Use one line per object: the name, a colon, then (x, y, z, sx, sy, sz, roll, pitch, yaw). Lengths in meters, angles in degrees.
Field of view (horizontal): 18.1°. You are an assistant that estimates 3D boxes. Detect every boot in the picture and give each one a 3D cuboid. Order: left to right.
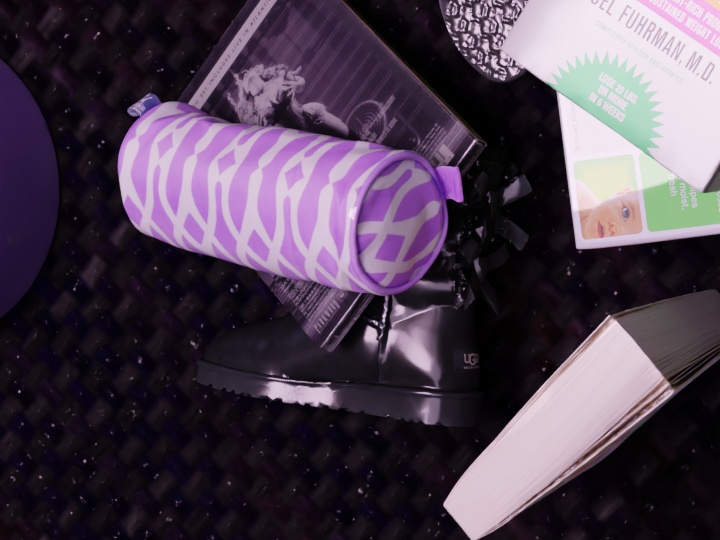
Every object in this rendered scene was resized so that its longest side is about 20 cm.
boot: (-0.001, 0.000, 1.308, 0.197, 0.073, 0.164, 5, 90, 31)

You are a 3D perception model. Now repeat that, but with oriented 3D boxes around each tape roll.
tape roll: (-0.294, -0.051, 1.413, 0.198, 0.085, 0.202, 2, 96, 22)

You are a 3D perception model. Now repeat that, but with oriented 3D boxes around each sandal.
sandal: (0.074, -0.202, 1.277, 0.075, 0.048, 0.202, -19, 75, 23)

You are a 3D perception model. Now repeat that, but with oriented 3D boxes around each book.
book: (0.126, 0.073, 1.195, 0.134, 0.200, 0.048, -44, 79, 20)
book: (0.175, -0.160, 1.131, 0.133, 0.048, 0.201, 36, 110, 19)

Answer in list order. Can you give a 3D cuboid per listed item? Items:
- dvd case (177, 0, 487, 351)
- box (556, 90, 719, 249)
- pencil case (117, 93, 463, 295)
dvd case: (-0.029, -0.073, 1.298, 0.149, 0.016, 0.200, -53, 53, 15)
box: (0.198, -0.121, 1.205, 0.175, 0.097, 0.202, -6, 92, 24)
pencil case: (-0.045, -0.042, 1.245, 0.199, 0.085, 0.085, 17, 126, 40)
